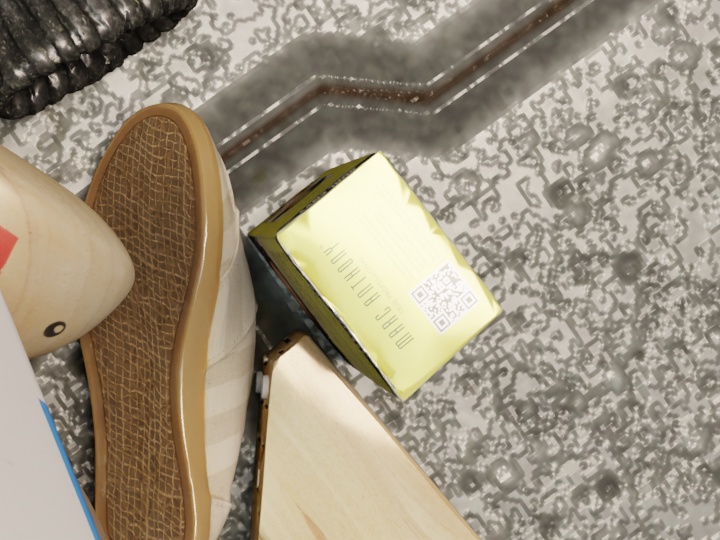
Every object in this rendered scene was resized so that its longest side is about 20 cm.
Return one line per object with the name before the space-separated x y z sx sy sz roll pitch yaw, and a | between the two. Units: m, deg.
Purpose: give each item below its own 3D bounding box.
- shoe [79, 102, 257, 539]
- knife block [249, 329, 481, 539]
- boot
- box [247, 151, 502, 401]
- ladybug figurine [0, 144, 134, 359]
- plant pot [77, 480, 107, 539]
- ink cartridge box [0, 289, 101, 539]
shoe | -0.080 0.032 0.832 0.069 0.053 0.202 0 86 26
knife block | 0.037 0.132 0.836 0.174 0.064 0.202 4 90 -7
boot | -0.186 -0.125 0.799 0.210 0.079 0.159 -28 94 -6
box | 0.000 0.000 0.761 0.050 0.200 0.075 -39 94 -5
ladybug figurine | -0.186 -0.025 0.769 0.199 0.136 0.072 29 77 -1
plant pot | -0.159 0.139 0.778 0.092 0.200 0.203 15 89 -47
ink cartridge box | -0.191 0.109 0.693 0.084 0.147 0.200 14 125 -45
